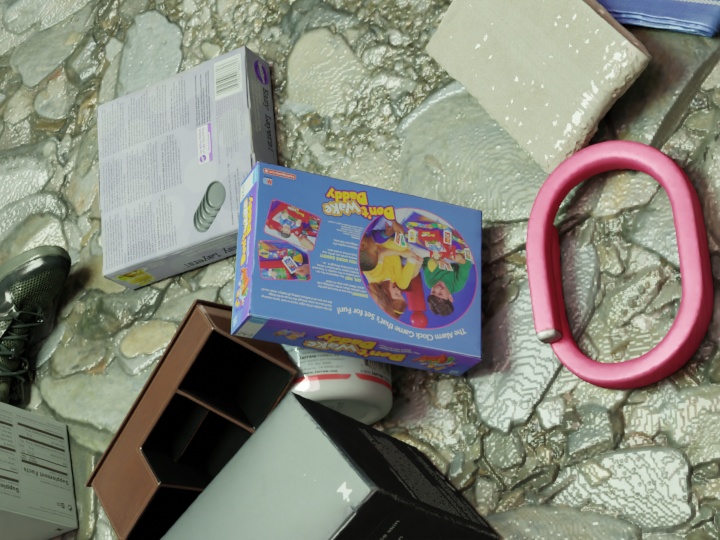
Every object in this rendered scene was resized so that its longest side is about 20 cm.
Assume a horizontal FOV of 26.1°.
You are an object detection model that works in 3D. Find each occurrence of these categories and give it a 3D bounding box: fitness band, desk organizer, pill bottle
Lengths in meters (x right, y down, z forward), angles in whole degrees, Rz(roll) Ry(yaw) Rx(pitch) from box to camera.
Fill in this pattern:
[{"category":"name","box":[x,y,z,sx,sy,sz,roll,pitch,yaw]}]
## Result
[{"category":"fitness band","box":[0.202,-0.006,1.223,0.143,0.037,0.201,-15,66,27]},{"category":"desk organizer","box":[-0.139,0.129,1.268,0.200,0.072,0.077,-58,44,20]},{"category":"pill bottle","box":[-0.032,0.029,1.316,0.108,0.109,0.201,-16,64,27]}]

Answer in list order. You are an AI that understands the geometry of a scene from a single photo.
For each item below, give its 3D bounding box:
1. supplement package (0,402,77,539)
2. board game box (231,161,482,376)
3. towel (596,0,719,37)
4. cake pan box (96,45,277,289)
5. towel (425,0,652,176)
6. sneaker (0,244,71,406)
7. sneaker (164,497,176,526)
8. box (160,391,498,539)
[{"category":"supplement package","box":[-0.394,0.210,1.451,0.200,0.156,0.111,-25,61,22]},{"category":"board game box","box":[0.000,0.000,1.252,0.045,0.199,0.135,136,142,-58]},{"category":"towel","box":[0.264,-0.294,1.299,0.145,0.024,0.201,16,81,35]},{"category":"cake pan box","box":[-0.167,-0.101,1.487,0.184,0.052,0.201,-19,64,24]},{"category":"towel","box":[0.146,-0.184,1.313,0.133,0.034,0.200,-56,52,23]},{"category":"sneaker","box":[-0.342,0.068,1.523,0.199,0.076,0.114,-42,57,17]},{"category":"sneaker","box":[-0.140,0.230,1.346,0.082,0.070,0.201,-31,54,39]},{"category":"box","box":[-0.033,0.220,1.189,0.197,0.200,0.117,-49,54,7]}]
